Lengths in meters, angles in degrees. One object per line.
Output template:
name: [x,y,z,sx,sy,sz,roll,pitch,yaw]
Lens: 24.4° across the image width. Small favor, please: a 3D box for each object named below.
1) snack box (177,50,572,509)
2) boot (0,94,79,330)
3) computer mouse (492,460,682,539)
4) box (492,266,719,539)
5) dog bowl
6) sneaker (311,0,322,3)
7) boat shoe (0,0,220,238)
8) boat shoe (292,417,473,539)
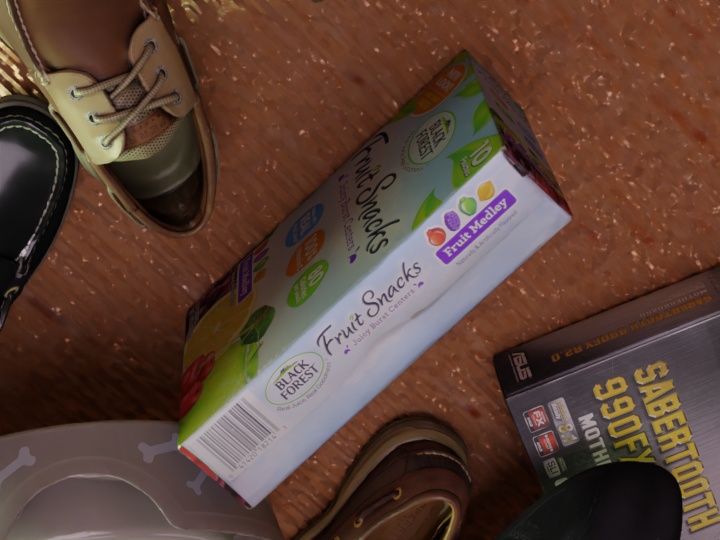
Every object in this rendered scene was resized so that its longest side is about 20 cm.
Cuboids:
snack box: [0.000,0.000,0.783,0.200,0.142,0.053,-42,111,14]
boot: [-0.197,0.028,0.767,0.073,0.154,0.204,32,109,-19]
computer mouse: [0.092,0.180,0.864,0.200,0.053,0.138,-42,128,14]
box: [0.179,0.108,0.906,0.157,0.048,0.201,-21,116,5]
dog bowl: [-0.136,0.128,0.821,0.198,0.059,0.200,-8,159,-3]
sneaker: [0.000,-0.163,0.753,0.199,0.067,0.090,13,121,-12]
boat shoe: [-0.102,-0.083,0.722,0.075,0.074,0.200,-33,149,-5]
boat shoe: [-0.005,0.174,0.906,0.072,0.068,0.201,26,110,-17]
